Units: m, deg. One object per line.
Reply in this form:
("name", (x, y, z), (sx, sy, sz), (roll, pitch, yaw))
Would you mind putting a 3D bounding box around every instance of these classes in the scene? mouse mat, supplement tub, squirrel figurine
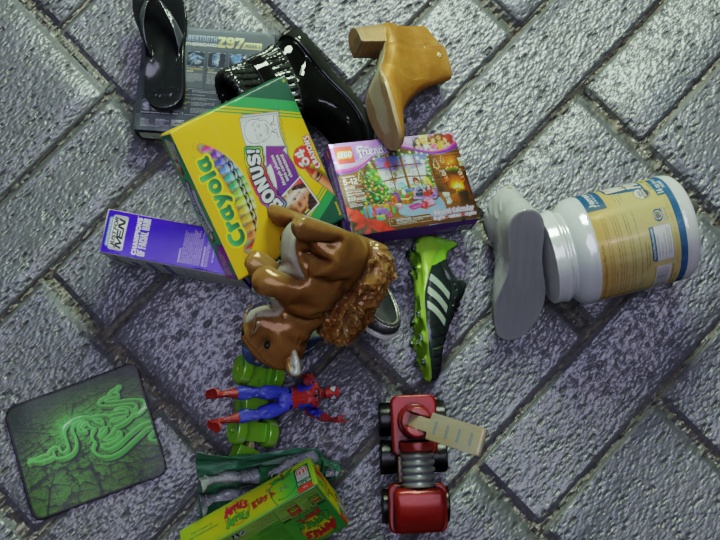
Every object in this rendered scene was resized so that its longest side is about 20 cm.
("mouse mat", (-0.382, 0.237, 1.266), (0.196, 0.008, 0.164), (-19, 82, -5))
("supplement tub", (0.345, -0.039, 1.249), (0.195, 0.145, 0.148), (-13, 82, -3))
("squirrel figurine", (-0.054, 0.038, 1.128), (0.197, 0.141, 0.191), (18, 93, -30))

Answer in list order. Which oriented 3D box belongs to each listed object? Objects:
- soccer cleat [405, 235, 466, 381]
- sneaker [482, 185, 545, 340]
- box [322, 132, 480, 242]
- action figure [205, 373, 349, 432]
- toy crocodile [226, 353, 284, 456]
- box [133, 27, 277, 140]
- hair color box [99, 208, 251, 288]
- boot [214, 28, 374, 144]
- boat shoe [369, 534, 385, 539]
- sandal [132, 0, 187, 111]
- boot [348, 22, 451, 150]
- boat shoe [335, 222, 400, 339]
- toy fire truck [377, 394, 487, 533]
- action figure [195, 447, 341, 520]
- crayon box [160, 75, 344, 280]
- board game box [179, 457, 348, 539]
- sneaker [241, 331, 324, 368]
("soccer cleat", (0.109, 0.052, 1.275), (0.079, 0.067, 0.205), (1, 81, -14))
("sneaker", (0.212, -0.015, 1.280), (0.072, 0.116, 0.204), (-1, 117, -8))
("box", (0.057, -0.115, 1.268), (0.196, 0.039, 0.140), (-9, 71, -22))
("action figure", (-0.094, 0.173, 1.201), (0.197, 0.098, 0.067), (-4, 90, -39))
("toy crocodile", (-0.150, 0.178, 1.254), (0.066, 0.061, 0.205), (12, 80, -36))
("box", (-0.222, -0.267, 1.321), (0.195, 0.051, 0.162), (3, 82, 0))
("hair color box", (-0.246, -0.028, 1.256), (0.195, 0.109, 0.066), (9, 82, 0))
("boot", (-0.091, -0.216, 1.264), (0.212, 0.079, 0.158), (50, 56, -4))
("boat shoe", (-0.056, 0.398, 1.214), (0.195, 0.072, 0.069), (-13, 77, 0))
("sandal", (-0.279, -0.328, 1.284), (0.074, 0.043, 0.205), (-11, 80, -1))
("boot", (0.073, -0.266, 1.290), (0.141, 0.071, 0.205), (-7, 69, -29))
("boat shoe", (0.000, 0.000, 1.250), (0.073, 0.061, 0.202), (-8, 56, -36))
("toy fire truck", (0.089, 0.249, 1.173), (0.125, 0.200, 0.181), (-1, 81, -1))
("action figure", (-0.119, 0.279, 1.221), (0.196, 0.055, 0.120), (-8, 124, -19))
("crayon box", (-0.136, -0.118, 1.171), (0.171, 0.058, 0.203), (-32, 107, -25))
("board game box", (-0.125, 0.336, 1.193), (0.197, 0.102, 0.048), (-30, 38, 3))
("sneaker", (-0.082, 0.069, 1.251), (0.197, 0.077, 0.086), (-19, 69, -31))
